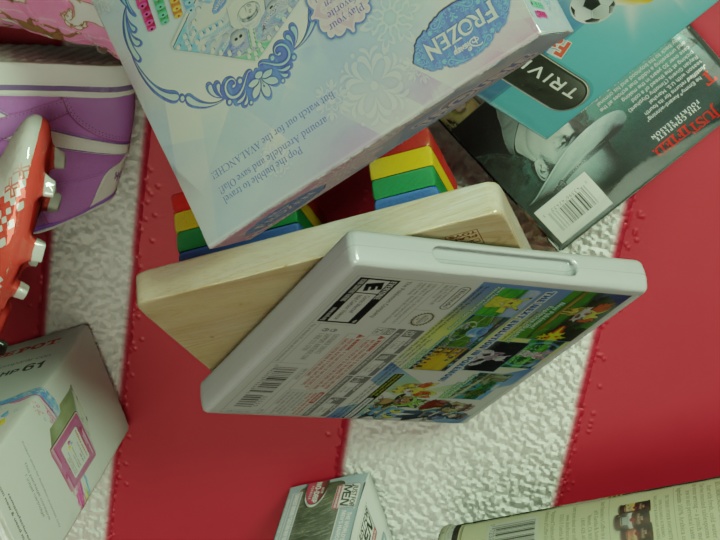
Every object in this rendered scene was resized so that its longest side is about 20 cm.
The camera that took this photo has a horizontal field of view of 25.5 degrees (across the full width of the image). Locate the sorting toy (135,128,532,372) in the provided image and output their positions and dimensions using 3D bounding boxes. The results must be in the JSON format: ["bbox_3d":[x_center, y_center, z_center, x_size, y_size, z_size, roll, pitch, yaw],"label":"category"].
[{"bbox_3d":[0.000,0.000,0.902,0.198,0.070,0.199,-14,155,12],"label":"sorting toy"}]

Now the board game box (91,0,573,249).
[{"bbox_3d":[-0.033,-0.145,0.731,0.199,0.043,0.201,-30,82,29],"label":"board game box"}]

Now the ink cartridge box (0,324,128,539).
[{"bbox_3d":[-0.242,0.124,0.971,0.143,0.200,0.085,-15,108,14],"label":"ink cartridge box"}]

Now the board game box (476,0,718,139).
[{"bbox_3d":[0.103,-0.165,0.757,0.150,0.047,0.200,27,132,-29],"label":"board game box"}]

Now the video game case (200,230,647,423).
[{"bbox_3d":[0.030,0.038,0.884,0.181,0.022,0.200,5,151,-28],"label":"video game case"}]

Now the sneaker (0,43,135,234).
[{"bbox_3d":[-0.226,-0.072,0.906,0.198,0.073,0.116,3,110,-24],"label":"sneaker"}]

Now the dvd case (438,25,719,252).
[{"bbox_3d":[0.103,-0.126,0.905,0.146,0.022,0.200,-40,102,22],"label":"dvd case"}]

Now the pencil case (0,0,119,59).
[{"bbox_3d":[-0.210,-0.171,0.895,0.198,0.083,0.087,10,119,3],"label":"pencil case"}]

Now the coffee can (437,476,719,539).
[{"bbox_3d":[0.160,0.212,0.982,0.198,0.147,0.148,-13,112,14],"label":"coffee can"}]

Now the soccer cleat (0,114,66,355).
[{"bbox_3d":[-0.225,-0.004,0.888,0.084,0.069,0.201,20,120,-12],"label":"soccer cleat"}]

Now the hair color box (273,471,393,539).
[{"bbox_3d":[0.002,0.247,1.046,0.060,0.099,0.202,-12,112,14],"label":"hair color box"}]
